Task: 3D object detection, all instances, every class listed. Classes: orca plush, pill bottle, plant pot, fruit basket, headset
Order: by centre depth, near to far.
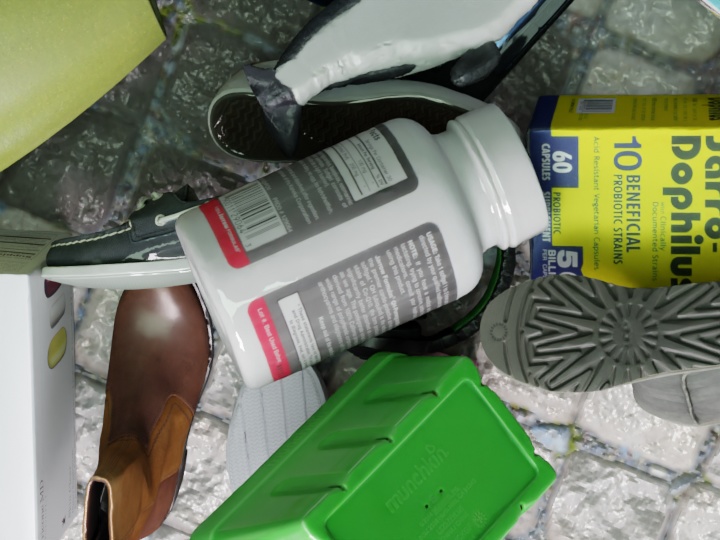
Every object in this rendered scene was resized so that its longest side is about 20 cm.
[{"bbox_3d":[0.003,-0.020,1.340,0.199,0.111,0.111,-24,100,-6],"label":"pill bottle"},{"bbox_3d":[-0.002,0.163,1.365,0.215,0.216,0.156,-37,96,15],"label":"fruit basket"},{"bbox_3d":[0.025,-0.132,1.379,0.105,0.071,0.200,44,75,9],"label":"orca plush"},{"bbox_3d":[-0.228,-0.150,1.433,0.199,0.187,0.188,-23,100,0],"label":"plant pot"},{"bbox_3d":[0.000,0.000,1.493,0.198,0.094,0.124,-18,96,-3],"label":"headset"}]

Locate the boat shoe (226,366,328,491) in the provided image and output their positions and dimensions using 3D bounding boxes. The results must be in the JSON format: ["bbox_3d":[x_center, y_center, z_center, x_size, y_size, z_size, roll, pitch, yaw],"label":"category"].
[{"bbox_3d":[-0.043,0.155,1.521,0.071,0.071,0.202,-4,86,15],"label":"boat shoe"}]

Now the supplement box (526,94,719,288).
[{"bbox_3d":[0.203,-0.045,1.419,0.198,0.110,0.110,0,105,8],"label":"supplement box"}]

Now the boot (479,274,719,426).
[{"bbox_3d":[0.169,0.051,1.404,0.180,0.200,0.073,2,83,8],"label":"boot"}]

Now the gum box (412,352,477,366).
[{"bbox_3d":[0.043,0.159,1.492,0.066,0.114,0.202,-1,104,9],"label":"gum box"}]

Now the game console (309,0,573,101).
[{"bbox_3d":[0.058,-0.208,1.394,0.171,0.118,0.200,42,107,-3],"label":"game console"}]

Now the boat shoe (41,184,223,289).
[{"bbox_3d":[-0.103,-0.023,1.443,0.198,0.076,0.061,-4,84,11],"label":"boat shoe"}]

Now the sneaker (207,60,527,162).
[{"bbox_3d":[0.011,-0.100,1.443,0.198,0.085,0.073,12,119,6],"label":"sneaker"}]

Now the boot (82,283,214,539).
[{"bbox_3d":[-0.151,0.102,1.460,0.068,0.200,0.190,15,106,4],"label":"boot"}]

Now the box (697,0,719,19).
[{"bbox_3d":[0.219,-0.176,1.374,0.199,0.082,0.049,36,99,-16],"label":"box"}]

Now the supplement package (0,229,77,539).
[{"bbox_3d":[-0.272,0.082,1.520,0.154,0.111,0.202,2,105,8],"label":"supplement package"}]
